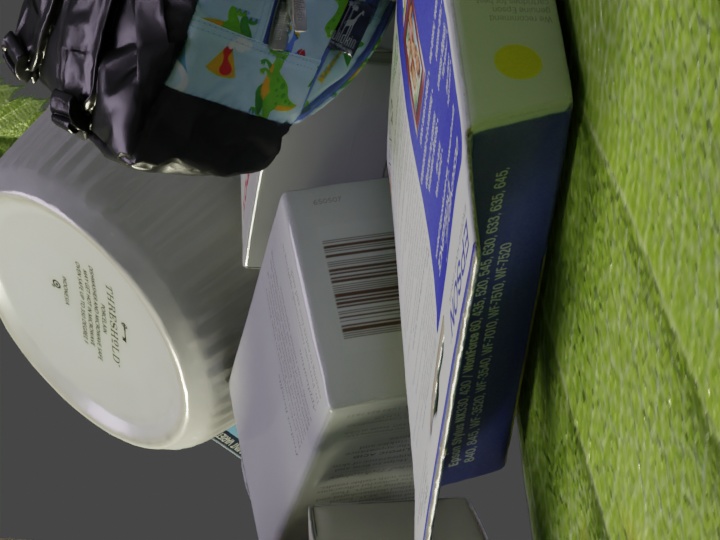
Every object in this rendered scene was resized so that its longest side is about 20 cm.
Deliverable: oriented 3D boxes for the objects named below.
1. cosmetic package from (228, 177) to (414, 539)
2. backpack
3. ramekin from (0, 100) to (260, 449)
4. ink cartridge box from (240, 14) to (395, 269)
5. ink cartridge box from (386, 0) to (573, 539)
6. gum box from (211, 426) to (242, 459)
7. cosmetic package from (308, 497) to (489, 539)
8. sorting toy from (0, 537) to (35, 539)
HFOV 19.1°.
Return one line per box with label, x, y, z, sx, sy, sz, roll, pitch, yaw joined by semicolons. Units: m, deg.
cosmetic package;-0.006;0.050;0.939;0.200;0.074;0.102;110;151;-63
backpack;-0.043;-0.149;0.817;0.163;0.153;0.201;39;123;58
ramekin;-0.113;0.000;1.093;0.202;0.094;0.203;33;145;27
ink cartridge box;-0.011;-0.119;0.989;0.146;0.083;0.201;103;166;-49
ink cartridge box;0.038;-0.023;0.725;0.198;0.047;0.201;96;170;-52
gum box;-0.105;0.035;1.478;0.201;0.044;0.170;63;-171;29
cosmetic package;0.018;0.205;0.877;0.104;0.073;0.201;-110;18;-75
sorting toy;-0.101;0.218;0.896;0.036;0.184;0.201;-2;-89;-61
